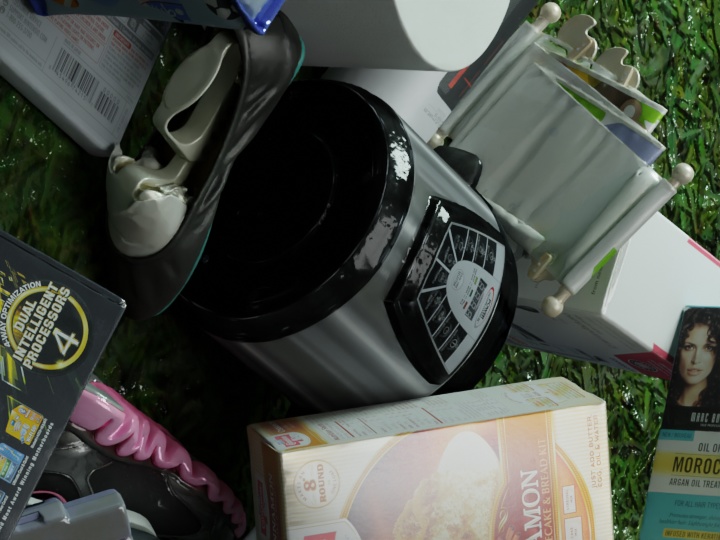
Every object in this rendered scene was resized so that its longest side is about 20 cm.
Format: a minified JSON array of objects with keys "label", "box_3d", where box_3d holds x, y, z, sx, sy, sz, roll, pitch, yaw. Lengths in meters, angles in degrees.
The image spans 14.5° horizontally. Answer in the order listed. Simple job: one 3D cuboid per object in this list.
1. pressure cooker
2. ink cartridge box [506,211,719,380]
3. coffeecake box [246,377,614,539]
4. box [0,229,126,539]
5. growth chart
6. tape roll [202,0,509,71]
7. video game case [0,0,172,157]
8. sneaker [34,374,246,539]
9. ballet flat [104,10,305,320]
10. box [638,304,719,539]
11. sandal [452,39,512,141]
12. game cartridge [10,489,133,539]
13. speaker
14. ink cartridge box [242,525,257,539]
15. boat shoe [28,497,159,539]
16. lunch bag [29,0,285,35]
[{"label":"pressure cooker","box_3d":[-0.002,-0.001,1.701,0.200,0.175,0.179,43,24,-47]},{"label":"ink cartridge box","box_3d":[0.122,0.001,1.842,0.146,0.199,0.083,32,74,-50]},{"label":"coffeecake box","box_3d":[0.043,0.156,1.643,0.199,0.073,0.154,-8,102,-16]},{"label":"box","box_3d":[-0.233,0.065,1.446,0.161,0.049,0.201,30,66,-10]},{"label":"growth chart","box_3d":[0.124,-0.078,1.773,0.145,0.200,0.018,-41,137,5]},{"label":"tape roll","box_3d":[-0.004,-0.220,1.669,0.203,0.139,0.204,-19,111,-63]},{"label":"video game case","box_3d":[-0.167,-0.191,1.581,0.200,0.023,0.182,43,62,-46]},{"label":"sneaker","box_3d":[-0.145,0.126,1.630,0.096,0.079,0.200,-53,137,-4]},{"label":"ballet flat","box_3d":[-0.106,-0.066,1.609,0.068,0.068,0.201,15,106,-54]},{"label":"box","box_3d":[0.228,0.123,1.755,0.049,0.082,0.201,32,65,-49]},{"label":"sandal","box_3d":[0.095,-0.132,1.887,0.059,0.079,0.207,-42,124,-41]},{"label":"game cartridge","box_3d":[-0.209,0.199,1.493,0.199,0.038,0.130,-16,107,-14]},{"label":"speaker","box_3d":[0.064,-0.172,1.782,0.200,0.081,0.081,-51,137,-2]},{"label":"ink cartridge box","box_3d":[-0.043,0.244,1.732,0.200,0.043,0.199,-45,137,-26]},{"label":"boat shoe","box_3d":[-0.182,0.164,1.544,0.199,0.060,0.076,1,125,-38]},{"label":"lunch bag","box_3d":[-0.088,-0.230,1.520,0.201,0.169,0.124,-62,140,-27]}]
